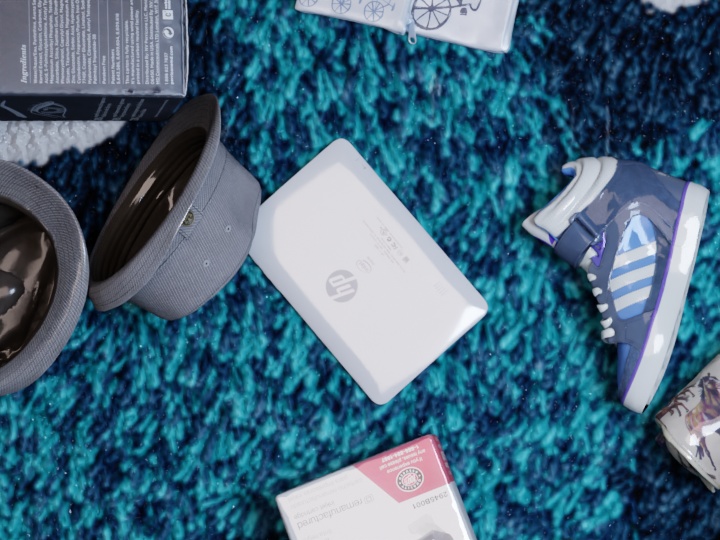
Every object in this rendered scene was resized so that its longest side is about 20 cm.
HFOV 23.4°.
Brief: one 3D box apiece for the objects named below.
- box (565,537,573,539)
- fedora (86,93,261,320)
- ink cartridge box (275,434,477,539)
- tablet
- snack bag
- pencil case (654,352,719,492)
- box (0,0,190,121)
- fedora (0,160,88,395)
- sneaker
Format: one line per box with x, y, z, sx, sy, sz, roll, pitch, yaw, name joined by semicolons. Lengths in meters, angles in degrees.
0.224;0.315;1.424;0.200;0.049;0.082;40;87;7;box
-0.144;-0.039;1.453;0.090;0.176;0.201;35;67;-23;fedora
0.031;0.253;1.427;0.144;0.085;0.202;-21;84;1;ink cartridge box
0.000;0.000;1.494;0.130;0.014;0.200;-41;82;-1;tablet
0.058;-0.293;1.520;0.198;0.021;0.191;15;84;5;snack bag
0.332;0.088;1.431;0.200;0.090;0.078;-44;54;-2;pencil case
-0.249;-0.184;1.438;0.198;0.148;0.106;0;87;-14;box
-0.307;0.010;1.466;0.176;0.090;0.201;27;94;9;fedora
0.200;0.005;1.453;0.145;0.081;0.202;15;88;14;sneaker
